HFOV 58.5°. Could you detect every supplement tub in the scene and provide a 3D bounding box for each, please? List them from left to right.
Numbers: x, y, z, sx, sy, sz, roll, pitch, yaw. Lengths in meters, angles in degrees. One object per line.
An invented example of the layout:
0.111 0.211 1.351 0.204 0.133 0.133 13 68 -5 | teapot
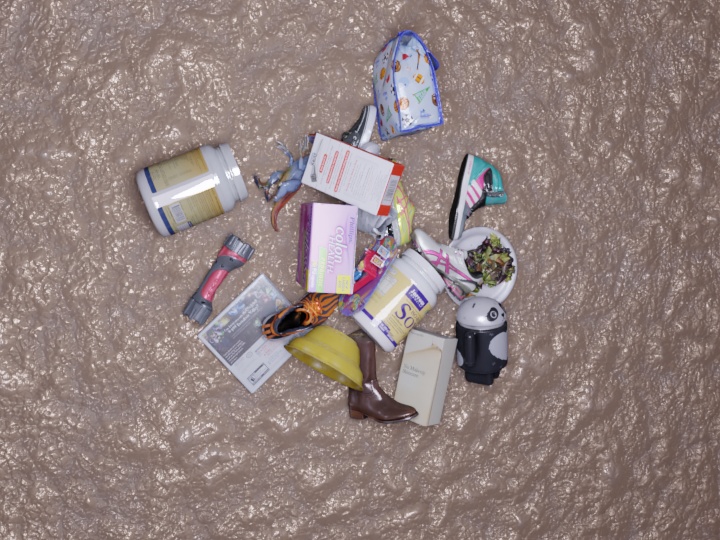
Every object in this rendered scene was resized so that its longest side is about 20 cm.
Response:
-0.344 -0.171 1.325 0.197 0.144 0.147 -23 99 -10 | supplement tub
0.081 0.066 1.445 0.200 0.145 0.146 -45 103 -5 | supplement tub

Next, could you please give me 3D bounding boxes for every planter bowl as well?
-0.063 0.177 1.400 0.198 0.200 0.084 33 74 -13 | planter bowl

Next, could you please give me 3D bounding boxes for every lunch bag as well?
0.096 -0.400 1.396 0.121 0.170 0.204 -14 97 -14 | lunch bag

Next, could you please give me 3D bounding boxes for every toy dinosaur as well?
-0.145 -0.221 1.423 0.179 0.105 0.203 -26 135 -20 | toy dinosaur

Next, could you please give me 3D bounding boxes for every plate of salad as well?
0.290 -0.002 1.539 0.195 0.048 0.205 -1 94 -13 | plate of salad

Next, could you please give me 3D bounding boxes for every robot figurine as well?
0.285 0.162 1.502 0.122 0.150 0.205 -5 104 -5 | robot figurine

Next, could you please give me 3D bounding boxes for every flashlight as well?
-0.306 0.021 1.390 0.067 0.068 0.202 31 86 -9 | flashlight

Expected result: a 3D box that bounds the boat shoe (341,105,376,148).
-0.019 -0.277 1.433 0.056 0.069 0.204 20 92 -13 | boat shoe

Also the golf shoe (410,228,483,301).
0.195 -0.030 1.465 0.092 0.073 0.200 -42 105 8 | golf shoe

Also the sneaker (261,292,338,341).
-0.112 0.096 1.398 0.198 0.111 0.079 -30 96 -30 | sneaker

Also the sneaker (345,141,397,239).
0.031 -0.169 1.401 0.074 0.114 0.204 -13 125 -45 | sneaker

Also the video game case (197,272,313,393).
-0.232 0.141 1.441 0.200 0.023 0.182 -43 103 -6 | video game case

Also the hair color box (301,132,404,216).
-0.017 -0.202 1.347 0.197 0.064 0.113 26 104 23 | hair color box

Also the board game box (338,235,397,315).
0.000 0.000 1.411 0.039 0.158 0.202 33 87 -23 | board game box

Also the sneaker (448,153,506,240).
0.280 -0.161 1.509 0.118 0.084 0.204 13 90 -4 | sneaker

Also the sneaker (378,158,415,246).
0.083 -0.154 1.470 0.089 0.078 0.205 -9 98 -32 | sneaker

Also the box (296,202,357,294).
-0.076 -0.051 1.370 0.094 0.200 0.180 3 95 -13 | box

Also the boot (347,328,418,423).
0.038 0.236 1.454 0.183 0.064 0.205 -3 95 27 | boot

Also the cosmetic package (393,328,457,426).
0.148 0.244 1.489 0.073 0.102 0.205 8 94 -54 | cosmetic package
